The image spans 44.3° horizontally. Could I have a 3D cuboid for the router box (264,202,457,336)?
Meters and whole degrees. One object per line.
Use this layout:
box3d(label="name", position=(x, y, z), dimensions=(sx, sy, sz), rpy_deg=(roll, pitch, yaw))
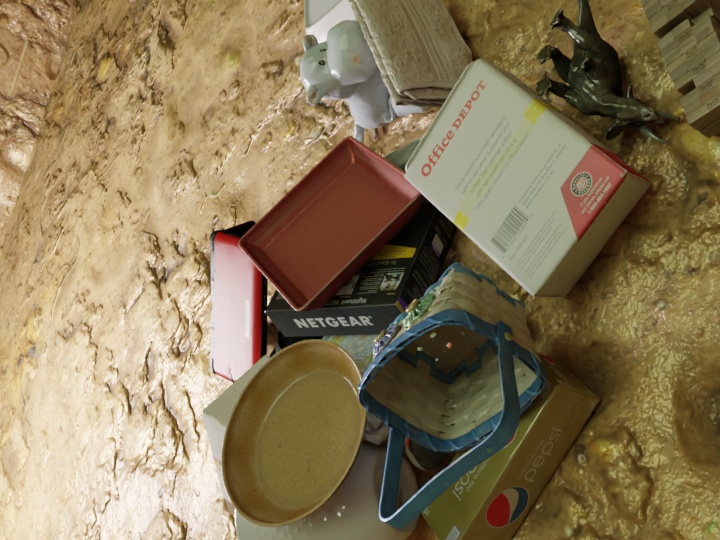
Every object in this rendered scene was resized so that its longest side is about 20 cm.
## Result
box3d(label="router box", position=(0.000, 0.000, 1.050), dimensions=(0.197, 0.052, 0.159), rpy_deg=(-4, 46, 38))

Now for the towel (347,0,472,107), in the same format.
box3d(label="towel", position=(0.065, -0.283, 1.082), dimensions=(0.035, 0.131, 0.202), rpy_deg=(-53, 51, 48))

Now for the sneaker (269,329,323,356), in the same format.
box3d(label="sneaker", position=(-0.061, 0.106, 1.152), dimensions=(0.199, 0.072, 0.114), rpy_deg=(14, 88, 56))

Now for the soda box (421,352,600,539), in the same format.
box3d(label="soda box", position=(0.142, 0.180, 0.852), dimensions=(0.202, 0.067, 0.064), rpy_deg=(-61, 36, 15))

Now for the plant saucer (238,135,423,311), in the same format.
box3d(label="plant saucer", position=(-0.033, -0.054, 1.051), dimensions=(0.200, 0.037, 0.199), rpy_deg=(-45, 38, -3))

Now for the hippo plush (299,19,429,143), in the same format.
box3d(label="hippo plush", position=(-0.004, -0.274, 1.169), dimensions=(0.199, 0.159, 0.162), rpy_deg=(-28, 54, 44))

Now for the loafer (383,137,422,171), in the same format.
box3d(label="loafer", position=(0.042, -0.109, 1.129), dimensions=(0.199, 0.070, 0.070), rpy_deg=(-27, 18, 49))

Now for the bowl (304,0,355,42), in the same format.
box3d(label="bowl", position=(-0.017, -0.428, 1.333), dimensions=(0.199, 0.074, 0.203), rpy_deg=(-24, 57, 44))

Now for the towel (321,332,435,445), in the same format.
box3d(label="towel", position=(0.024, 0.095, 1.010), dimensions=(0.170, 0.048, 0.201), rpy_deg=(13, 58, 51))

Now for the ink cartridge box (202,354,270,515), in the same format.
box3d(label="ink cartridge box", position=(-0.120, 0.222, 1.097), dimensions=(0.067, 0.117, 0.202), rpy_deg=(24, 137, 31))

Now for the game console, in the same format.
box3d(label="game console", position=(-0.145, 0.044, 1.230), dimensions=(0.171, 0.117, 0.204), rpy_deg=(15, 108, 47))

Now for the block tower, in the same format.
box3d(label="block tower", position=(0.309, -0.216, 0.817), dimensions=(0.058, 0.053, 0.203), rpy_deg=(-34, 49, 39))

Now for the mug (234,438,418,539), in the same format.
box3d(label="mug", position=(-0.025, 0.243, 0.994), dimensions=(0.174, 0.148, 0.202), rpy_deg=(-23, 40, 32))

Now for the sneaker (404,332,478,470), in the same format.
box3d(label="sneaker", position=(0.111, 0.124, 0.919), dimensions=(0.081, 0.076, 0.203), rpy_deg=(28, 99, 46))

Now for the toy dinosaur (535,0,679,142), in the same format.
box3d(label="toy dinosaur", position=(0.231, -0.200, 0.890), dimensions=(0.077, 0.101, 0.202), rpy_deg=(-44, 37, 33))

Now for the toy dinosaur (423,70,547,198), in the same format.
box3d(label="toy dinosaur", position=(0.146, -0.130, 0.978), dimensions=(0.198, 0.060, 0.107), rpy_deg=(-32, 77, 10))

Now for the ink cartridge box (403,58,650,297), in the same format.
box3d(label="ink cartridge box", position=(0.161, -0.093, 0.881), dimensions=(0.200, 0.083, 0.146), rpy_deg=(46, 114, 28))

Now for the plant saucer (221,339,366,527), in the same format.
box3d(label="plant saucer", position=(-0.064, 0.173, 0.933), dimensions=(0.198, 0.035, 0.203), rpy_deg=(-23, 50, 30))

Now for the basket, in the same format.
box3d(label="basket", position=(0.076, 0.110, 0.789), dimensions=(0.177, 0.138, 0.202), rpy_deg=(-47, 25, 34))
